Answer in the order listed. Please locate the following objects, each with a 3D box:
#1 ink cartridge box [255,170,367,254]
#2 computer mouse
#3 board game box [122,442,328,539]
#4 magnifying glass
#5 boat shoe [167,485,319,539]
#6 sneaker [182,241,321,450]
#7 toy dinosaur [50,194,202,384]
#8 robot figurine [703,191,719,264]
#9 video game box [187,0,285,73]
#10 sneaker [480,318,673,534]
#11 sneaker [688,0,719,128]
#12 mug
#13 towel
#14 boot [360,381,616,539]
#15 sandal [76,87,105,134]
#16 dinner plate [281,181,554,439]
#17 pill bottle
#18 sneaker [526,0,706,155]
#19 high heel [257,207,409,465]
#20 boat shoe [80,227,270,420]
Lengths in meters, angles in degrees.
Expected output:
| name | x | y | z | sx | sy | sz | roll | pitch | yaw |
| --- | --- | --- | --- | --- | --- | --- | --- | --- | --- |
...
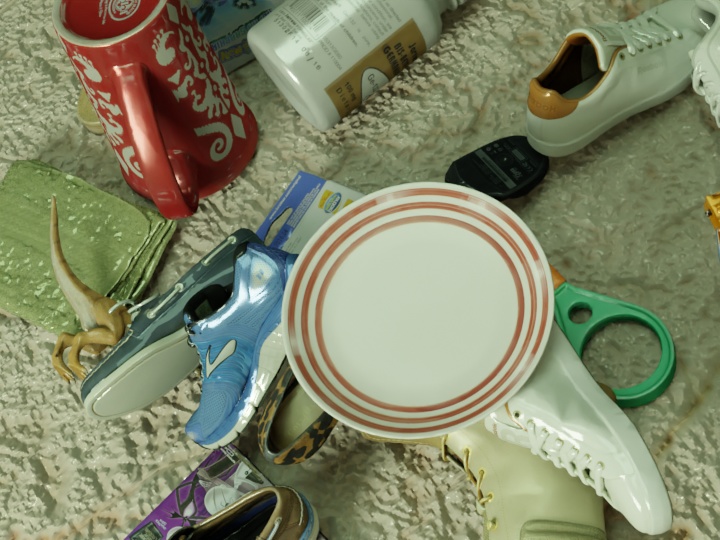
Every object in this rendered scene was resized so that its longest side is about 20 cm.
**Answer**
| name | x | y | z | sx | sy | sz | roll | pitch | yaw |
| --- | --- | --- | --- | --- | --- | --- | --- | --- | --- |
| ink cartridge box | 0.000 | 0.000 | 1.318 | 0.200 | 0.042 | 0.119 | 25 | 73 | 28 |
| computer mouse | 0.071 | -0.056 | 1.300 | 0.200 | 0.034 | 0.059 | -25 | 56 | -19 |
| board game box | -0.083 | 0.235 | 1.221 | 0.120 | 0.032 | 0.200 | -47 | 57 | -5 |
| magnifying glass | 0.170 | 0.030 | 1.248 | 0.080 | 0.022 | 0.200 | -40 | 55 | -5 |
| boat shoe | -0.125 | 0.227 | 1.181 | 0.200 | 0.072 | 0.072 | -42 | 56 | -5 |
| sneaker | -0.100 | 0.055 | 1.239 | 0.089 | 0.200 | 0.079 | 27 | 30 | -1 |
| toy dinosaur | -0.223 | 0.043 | 1.350 | 0.200 | 0.060 | 0.106 | 38 | 65 | 5 |
| robot figurine | 0.339 | 0.017 | 1.144 | 0.145 | 0.058 | 0.200 | -25 | 77 | 5 |
| video game box | -0.106 | -0.276 | 1.432 | 0.200 | 0.182 | 0.047 | -30 | 56 | 2 |
| sneaker | 0.141 | 0.118 | 1.112 | 0.085 | 0.073 | 0.200 | -26 | 52 | -11 |
| sneaker | 0.302 | -0.142 | 1.254 | 0.081 | 0.075 | 0.200 | 4 | 63 | 0 |
| mug | -0.170 | -0.158 | 1.368 | 0.133 | 0.200 | 0.178 | -35 | 53 | -10 |
| towel | -0.273 | -0.016 | 1.431 | 0.200 | 0.036 | 0.149 | 21 | 71 | 26 |
| boot | 0.089 | 0.158 | 1.172 | 0.200 | 0.073 | 0.156 | 1 | 61 | 10 |
| sandal | -0.243 | -0.239 | 1.530 | 0.077 | 0.070 | 0.212 | -4 | 60 | 18 |
| dinner plate | 0.042 | 0.029 | 1.140 | 0.200 | 0.024 | 0.201 | -6 | 65 | 12 |
| pill bottle | 0.008 | -0.227 | 1.402 | 0.200 | 0.114 | 0.114 | -39 | 56 | -4 |
| sneaker | 0.219 | -0.177 | 1.295 | 0.200 | 0.085 | 0.073 | -38 | 55 | -18 |
| high heel | -0.014 | 0.053 | 1.186 | 0.071 | 0.143 | 0.200 | 27 | 114 | 7 |
| boat shoe | -0.153 | 0.041 | 1.286 | 0.200 | 0.075 | 0.062 | -41 | 65 | -4 |
